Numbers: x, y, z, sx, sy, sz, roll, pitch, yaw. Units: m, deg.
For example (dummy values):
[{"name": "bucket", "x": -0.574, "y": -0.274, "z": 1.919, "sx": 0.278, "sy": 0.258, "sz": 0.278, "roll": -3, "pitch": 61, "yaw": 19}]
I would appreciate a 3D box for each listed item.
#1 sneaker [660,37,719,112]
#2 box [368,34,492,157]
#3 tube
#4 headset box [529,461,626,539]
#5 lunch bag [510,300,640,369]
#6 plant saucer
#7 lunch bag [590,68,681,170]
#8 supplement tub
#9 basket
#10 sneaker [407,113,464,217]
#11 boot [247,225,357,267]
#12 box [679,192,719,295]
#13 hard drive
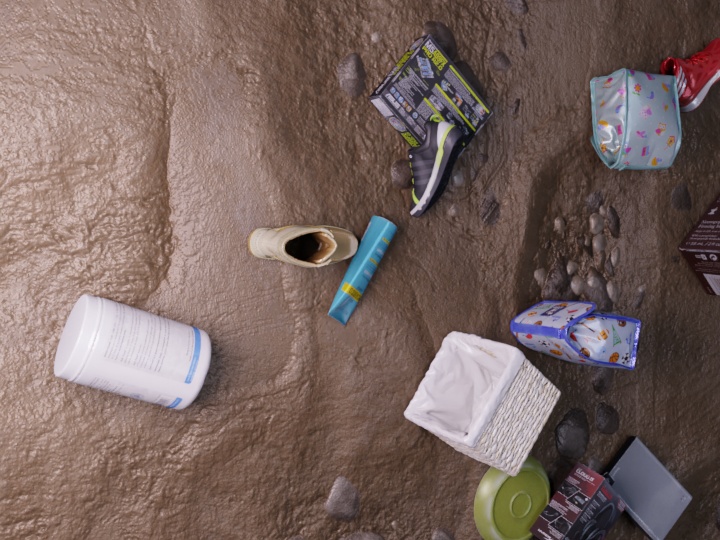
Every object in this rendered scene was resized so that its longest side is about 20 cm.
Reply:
[{"name": "sneaker", "x": 0.747, "y": -0.463, "z": 1.778, "sx": 0.116, "sy": 0.078, "sz": 0.200, "roll": 38, "pitch": 75, "yaw": -27}, {"name": "box", "x": 0.133, "y": -0.305, "z": 1.474, "sx": 0.200, "sy": 0.044, "sz": 0.160, "roll": 44, "pitch": 73, "yaw": -24}, {"name": "tube", "x": 0.000, "y": 0.000, "z": 1.422, "sx": 0.200, "sy": 0.050, "sz": 0.077, "roll": -63, "pitch": 147, "yaw": -9}, {"name": "headset box", "x": 0.465, "y": 0.512, "z": 1.675, "sx": 0.200, "sy": 0.077, "sz": 0.149, "roll": -50, "pitch": 130, "yaw": -10}, {"name": "lunch bag", "x": 0.427, "y": 0.124, "z": 1.596, "sx": 0.200, "sy": 0.170, "sz": 0.124, "roll": 9, "pitch": 87, "yaw": -28}, {"name": "plant saucer", "x": 0.324, "y": 0.481, "z": 1.648, "sx": 0.200, "sy": 0.031, "sz": 0.200, "roll": -2, "pitch": 95, "yaw": -29}, {"name": "lunch bag", "x": 0.578, "y": -0.308, "z": 1.674, "sx": 0.170, "sy": 0.122, "sz": 0.200, "roll": -2, "pitch": 89, "yaw": -29}, {"name": "supplement tub", "x": -0.340, "y": 0.125, "z": 1.202, "sx": 0.200, "sy": 0.132, "sz": 0.132, "roll": 23, "pitch": 83, "yaw": -28}, {"name": "basket", "x": 0.229, "y": 0.244, "z": 1.486, "sx": 0.161, "sy": 0.198, "sz": 0.200, "roll": 38, "pitch": 76, "yaw": -30}, {"name": "sneaker", "x": 0.121, "y": -0.192, "z": 1.444, "sx": 0.072, "sy": 0.083, "sz": 0.200, "roll": -37, "pitch": 155, "yaw": -52}, {"name": "boot", "x": -0.068, "y": -0.041, "z": 1.322, "sx": 0.200, "sy": 0.155, "sz": 0.073, "roll": 3, "pitch": 92, "yaw": -29}, {"name": "box", "x": 0.882, "y": -0.059, "z": 1.831, "sx": 0.200, "sy": 0.166, "sz": 0.164, "roll": -49, "pitch": 113, "yaw": -17}, {"name": "hard drive", "x": 0.636, "y": 0.491, "z": 1.788, "sx": 0.200, "sy": 0.033, "sz": 0.140, "roll": 46, "pitch": 73, "yaw": -6}]
